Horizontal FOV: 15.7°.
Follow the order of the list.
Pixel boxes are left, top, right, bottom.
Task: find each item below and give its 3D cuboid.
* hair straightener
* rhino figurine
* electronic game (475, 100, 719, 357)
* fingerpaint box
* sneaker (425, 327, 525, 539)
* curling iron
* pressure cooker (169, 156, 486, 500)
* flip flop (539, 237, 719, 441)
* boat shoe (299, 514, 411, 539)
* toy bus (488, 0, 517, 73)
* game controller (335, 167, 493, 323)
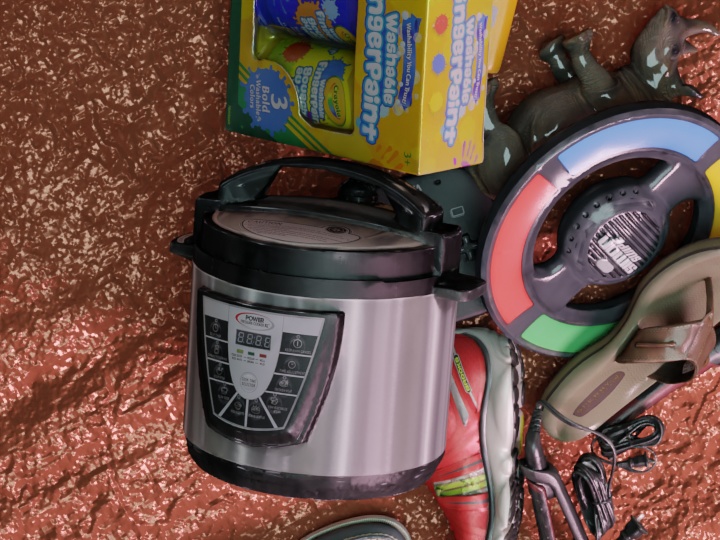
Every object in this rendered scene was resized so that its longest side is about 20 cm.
[{"bbox_3d":[0.157,0.172,1.801,0.076,0.041,0.201,-17,116,-3],"label":"hair straightener"},{"bbox_3d":[0.150,-0.115,1.734,0.199,0.060,0.088,-27,101,-6],"label":"rhino figurine"},{"bbox_3d":[0.168,-0.025,1.733,0.198,0.042,0.201,-14,131,-17],"label":"electronic game"},{"bbox_3d":[-0.001,-0.175,1.646,0.073,0.166,0.202,-14,113,-49],"label":"fingerpaint box"},{"bbox_3d":[0.069,0.137,1.793,0.084,0.077,0.202,4,99,12],"label":"sneaker"},{"bbox_3d":[0.241,0.068,1.805,0.200,0.026,0.050,-42,68,1],"label":"curling iron"},{"bbox_3d":[-0.026,0.028,1.652,0.174,0.179,0.202,0,104,-22],"label":"pressure cooker"},{"bbox_3d":[0.200,0.054,1.754,0.081,0.058,0.200,25,118,-43],"label":"flip flop"},{"bbox_3d":[-0.049,0.240,1.800,0.199,0.062,0.073,-30,105,2],"label":"boat shoe"},{"bbox_3d":[0.074,-0.236,1.691,0.078,0.065,0.202,12,103,-9],"label":"toy bus"},{"bbox_3d":[0.000,0.000,1.756,0.198,0.042,0.105,-17,106,-2],"label":"game controller"}]
